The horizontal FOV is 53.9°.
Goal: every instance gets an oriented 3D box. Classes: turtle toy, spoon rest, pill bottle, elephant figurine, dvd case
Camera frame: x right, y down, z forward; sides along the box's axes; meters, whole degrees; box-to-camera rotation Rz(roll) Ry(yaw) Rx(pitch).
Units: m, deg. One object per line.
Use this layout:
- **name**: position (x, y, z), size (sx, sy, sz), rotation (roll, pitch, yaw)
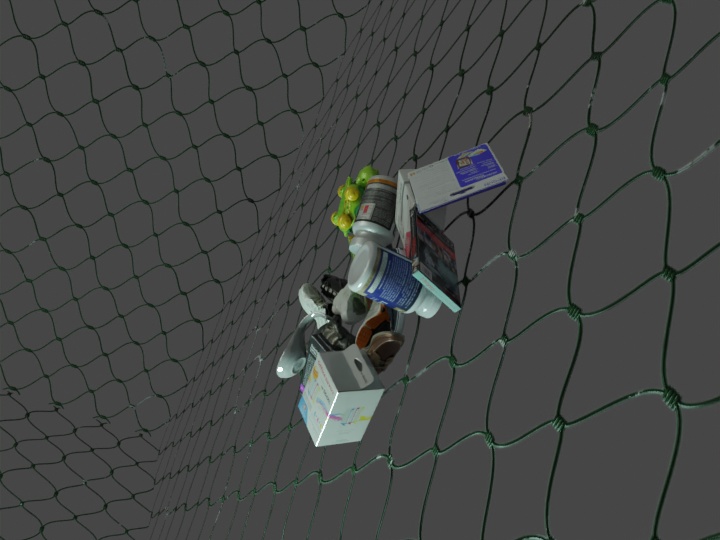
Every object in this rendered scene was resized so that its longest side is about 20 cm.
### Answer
- **turtle toy**: position (-0.008, -0.189, 1.932), size (0.146, 0.099, 0.203), rotation (-142, 67, -75)
- **spoon rest**: position (-0.151, 0.187, 1.807), size (0.060, 0.099, 0.201), rotation (35, 91, 27)
- **pill bottle**: position (0.081, 0.025, 1.551), size (0.116, 0.198, 0.117), rotation (-54, 22, 34)
- **pill bottle**: position (0.044, -0.133, 1.821), size (0.116, 0.115, 0.203), rotation (-22, 45, 63)
- **elephant figurine**: position (-0.044, 0.197, 1.837), size (0.199, 0.140, 0.158), rotation (-20, 91, 54)
- **dvd case**: position (0.156, -0.026, 1.494), size (0.022, 0.146, 0.202), rotation (-32, 36, 27)

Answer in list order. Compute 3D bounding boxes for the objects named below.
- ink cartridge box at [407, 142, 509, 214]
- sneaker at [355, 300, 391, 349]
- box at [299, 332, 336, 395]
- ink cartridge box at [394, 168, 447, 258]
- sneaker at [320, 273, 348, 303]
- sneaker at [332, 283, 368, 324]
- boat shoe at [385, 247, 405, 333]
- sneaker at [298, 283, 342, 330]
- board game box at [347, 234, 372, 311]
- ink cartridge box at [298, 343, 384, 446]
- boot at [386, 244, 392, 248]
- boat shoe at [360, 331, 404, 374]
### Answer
- **ink cartridge box**: position (0.207, -0.187, 1.517), size (0.195, 0.044, 0.201), rotation (-20, 31, 7)
- **sneaker**: position (0.050, 0.109, 1.752), size (0.202, 0.075, 0.092), rotation (-58, 13, 5)
- **box**: position (-0.088, 0.277, 1.781), size (0.143, 0.036, 0.202), rotation (44, 136, 35)
- **ink cartridge box**: position (0.139, -0.135, 1.675), size (0.201, 0.081, 0.149), rotation (-104, 15, -59)
- **sneaker**: position (-0.073, 0.070, 2.073), size (0.077, 0.090, 0.200), rotation (-61, 21, 11)
- **sneaker**: position (-0.035, 0.100, 1.909), size (0.099, 0.078, 0.201), rotation (-35, 15, 19)
- **boat shoe**: position (0.059, 0.048, 1.662), size (0.071, 0.089, 0.204), rotation (-160, 70, -85)
- **sneaker**: position (-0.104, 0.099, 2.025), size (0.202, 0.075, 0.116), rotation (58, 146, 21)
- **board game box**: position (0.000, 0.000, 1.885), size (0.096, 0.029, 0.202), rotation (81, 171, -59)
- **ink cartridge box**: position (-0.043, 0.278, 1.611), size (0.129, 0.123, 0.202), rotation (56, 136, 44)
- **boot**: position (0.045, -0.016, 1.912), size (0.166, 0.064, 0.202), rotation (114, 155, -46)
- **boat shoe**: position (0.047, 0.203, 1.649), size (0.200, 0.074, 0.073), rotation (128, 151, -54)
